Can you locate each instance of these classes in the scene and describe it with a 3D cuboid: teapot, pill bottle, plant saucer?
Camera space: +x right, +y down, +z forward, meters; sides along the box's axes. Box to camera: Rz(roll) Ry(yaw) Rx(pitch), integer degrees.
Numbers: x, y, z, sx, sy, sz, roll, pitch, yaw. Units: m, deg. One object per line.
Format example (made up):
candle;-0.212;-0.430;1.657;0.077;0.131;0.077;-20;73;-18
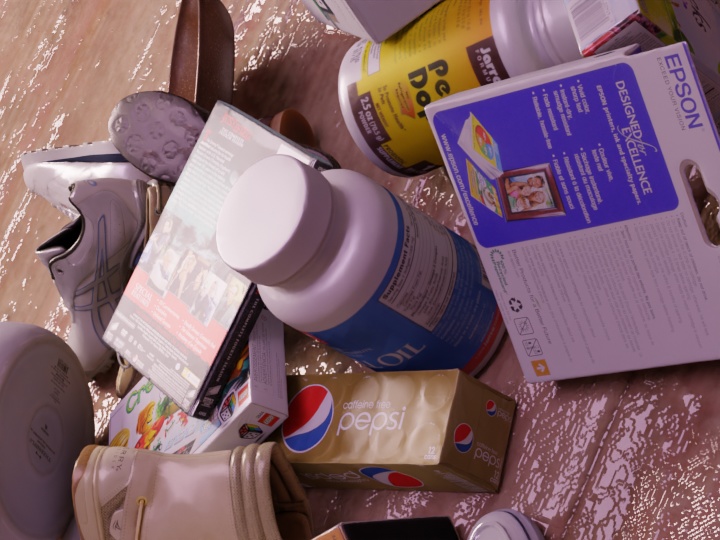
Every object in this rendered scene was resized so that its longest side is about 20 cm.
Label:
teapot;-0.313;0.131;1.519;0.145;0.197;0.201;1;107;21
pill bottle;0.088;-0.144;1.351;0.199;0.109;0.110;-21;53;37
plant saucer;-0.132;-0.140;1.574;0.200;0.036;0.201;-174;90;-78
pill bottle;0.000;0.000;1.286;0.112;0.200;0.113;-24;52;35

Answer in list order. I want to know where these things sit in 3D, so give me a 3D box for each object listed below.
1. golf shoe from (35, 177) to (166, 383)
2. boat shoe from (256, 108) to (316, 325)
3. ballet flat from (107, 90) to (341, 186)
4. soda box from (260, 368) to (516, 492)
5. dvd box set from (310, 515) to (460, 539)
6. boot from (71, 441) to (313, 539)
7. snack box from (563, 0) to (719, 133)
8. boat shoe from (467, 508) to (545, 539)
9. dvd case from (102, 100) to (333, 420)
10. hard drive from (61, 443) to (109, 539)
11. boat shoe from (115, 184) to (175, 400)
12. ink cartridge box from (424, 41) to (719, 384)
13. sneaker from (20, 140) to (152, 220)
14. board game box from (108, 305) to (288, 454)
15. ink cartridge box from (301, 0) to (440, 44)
golf shoe;-0.224;0.002;1.569;0.078;0.097;0.201;-109;37;-52
boat shoe;-0.076;-0.033;1.487;0.070;0.070;0.201;-20;45;27
ballet flat;-0.100;-0.087;1.450;0.199;0.046;0.068;16;91;21
soda box;0.008;0.111;1.318;0.199;0.064;0.068;-5;65;44
dvd box set;-0.047;0.217;1.244;0.200;0.146;0.030;-33;70;23
boot;-0.106;0.208;1.341;0.155;0.201;0.073;-5;23;14
snack box;0.181;-0.192;1.258;0.053;0.142;0.201;-35;46;27
boat shoe;0.077;0.235;1.171;0.073;0.067;0.201;-22;53;36
dvd case;-0.106;-0.010;1.373;0.146;0.022;0.201;32;99;51
hard drive;-0.187;0.221;1.483;0.132;0.026;0.201;21;83;50
boat shoe;-0.164;0.022;1.506;0.073;0.063;0.201;-105;32;-52
ink cartridge box;0.156;-0.033;1.173;0.199;0.199;0.043;-10;16;42
sneaker;-0.239;-0.071;1.680;0.200;0.076;0.081;-1;97;55
board game box;-0.121;0.105;1.398;0.200;0.035;0.127;-45;34;35
ink cartridge box;0.024;-0.249;1.420;0.146;0.084;0.200;-36;17;-4
